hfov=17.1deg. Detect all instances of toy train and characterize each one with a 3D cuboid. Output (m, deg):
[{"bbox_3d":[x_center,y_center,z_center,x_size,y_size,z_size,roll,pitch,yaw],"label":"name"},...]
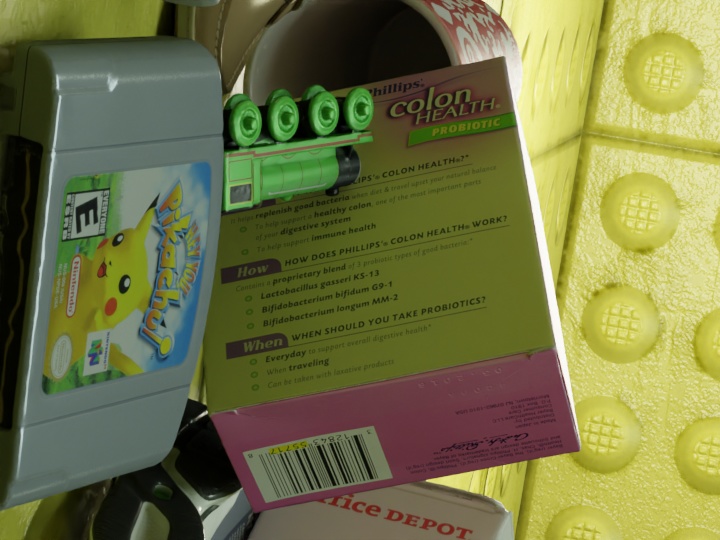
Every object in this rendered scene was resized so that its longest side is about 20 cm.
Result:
[{"bbox_3d":[-0.060,-0.057,1.163,0.200,0.042,0.056,-11,104,-51],"label":"toy train"}]

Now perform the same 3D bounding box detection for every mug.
[{"bbox_3d":[0.027,-0.136,1.455,0.200,0.133,0.178,-23,119,-71],"label":"mug"}]

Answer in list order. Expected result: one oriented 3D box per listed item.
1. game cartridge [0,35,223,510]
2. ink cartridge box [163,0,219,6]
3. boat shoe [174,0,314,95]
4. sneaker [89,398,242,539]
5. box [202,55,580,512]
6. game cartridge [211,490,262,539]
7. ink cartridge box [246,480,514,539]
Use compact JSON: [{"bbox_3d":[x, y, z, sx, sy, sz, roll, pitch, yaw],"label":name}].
[{"bbox_3d":[-0.113,-0.002,1.045,0.133,0.040,0.200,-15,116,-60],"label":"game cartridge"},{"bbox_3d":[-0.071,-0.245,1.102,0.162,0.050,0.200,74,31,-68],"label":"ink cartridge box"},{"bbox_3d":[-0.048,-0.170,1.255,0.071,0.064,0.200,84,19,-57],"label":"boat shoe"},{"bbox_3d":[-0.116,0.149,1.252,0.201,0.076,0.115,-65,179,-66],"label":"sneaker"},{"bbox_3d":[0.010,0.006,1.256,0.097,0.176,0.200,71,10,-51],"label":"box"},{"bbox_3d":[-0.092,0.204,1.429,0.133,0.041,0.200,-37,138,-60],"label":"game cartridge"},{"bbox_3d":[-0.009,0.216,1.394,0.085,0.146,0.200,83,27,-47],"label":"ink cartridge box"}]
